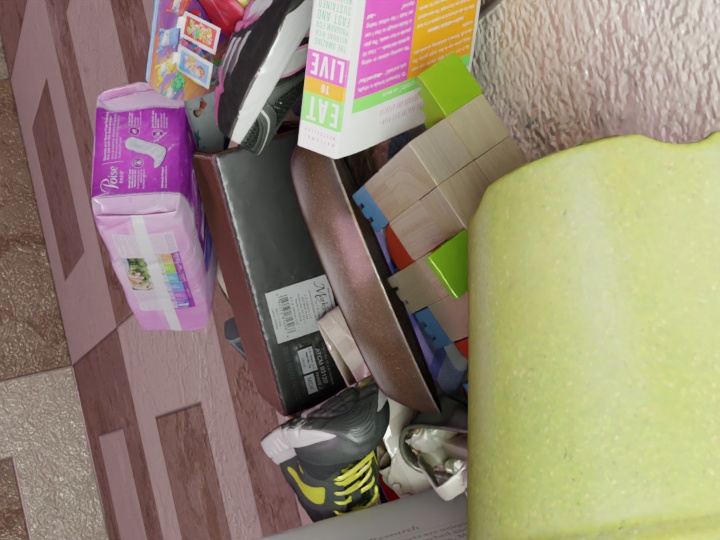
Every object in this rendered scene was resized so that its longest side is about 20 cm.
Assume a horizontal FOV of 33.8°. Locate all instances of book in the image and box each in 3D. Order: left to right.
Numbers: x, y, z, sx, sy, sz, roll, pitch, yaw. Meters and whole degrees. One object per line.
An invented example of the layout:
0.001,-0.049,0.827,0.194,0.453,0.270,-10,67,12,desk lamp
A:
0.023,-0.170,0.609,0.048,0.133,0.201,22,121,22,book

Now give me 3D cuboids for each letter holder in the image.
-0.061,-0.009,0.930,0.142,0.100,0.202,17,123,68,letter holder

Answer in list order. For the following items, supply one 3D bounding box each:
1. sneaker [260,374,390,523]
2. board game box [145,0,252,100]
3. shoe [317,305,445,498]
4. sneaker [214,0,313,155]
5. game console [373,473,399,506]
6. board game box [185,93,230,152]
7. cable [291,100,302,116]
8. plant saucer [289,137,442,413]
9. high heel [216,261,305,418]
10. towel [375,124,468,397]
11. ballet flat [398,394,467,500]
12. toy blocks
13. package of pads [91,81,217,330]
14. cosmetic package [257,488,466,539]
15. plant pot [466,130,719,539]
-0.010,0.128,0.806,0.085,0.074,0.200,61,164,5,sneaker
-0.067,-0.197,0.761,0.039,0.158,0.201,27,126,18,board game box
0.023,0.116,0.860,0.201,0.053,0.070,71,161,1,shoe
-0.013,-0.149,0.709,0.201,0.086,0.080,-56,28,19,sneaker
0.002,0.229,1.013,0.177,0.031,0.201,-123,30,-42,game console
-0.125,-0.217,0.987,0.148,0.064,0.201,-82,2,-49,board game box
-0.033,-0.209,0.854,0.163,0.050,0.202,-159,61,-65,cable
0.000,0.000,0.735,0.200,0.032,0.201,-24,-90,-86,plant saucer
-0.065,0.037,1.062,0.143,0.071,0.201,52,-154,-35,high heel
0.054,-0.025,0.771,0.201,0.024,0.147,105,144,-52,towel
0.080,0.119,0.711,0.068,0.064,0.200,54,164,-14,ballet flat
0.065,0.000,0.643,0.201,0.100,0.137,55,159,-1,toy blocks
-0.163,-0.046,0.964,0.200,0.075,0.121,87,179,-61,package of pads
0.053,0.247,0.715,0.200,0.165,0.169,-167,67,-67,cosmetic package
0.116,0.053,0.464,0.200,0.199,0.186,135,132,-64,plant pot
